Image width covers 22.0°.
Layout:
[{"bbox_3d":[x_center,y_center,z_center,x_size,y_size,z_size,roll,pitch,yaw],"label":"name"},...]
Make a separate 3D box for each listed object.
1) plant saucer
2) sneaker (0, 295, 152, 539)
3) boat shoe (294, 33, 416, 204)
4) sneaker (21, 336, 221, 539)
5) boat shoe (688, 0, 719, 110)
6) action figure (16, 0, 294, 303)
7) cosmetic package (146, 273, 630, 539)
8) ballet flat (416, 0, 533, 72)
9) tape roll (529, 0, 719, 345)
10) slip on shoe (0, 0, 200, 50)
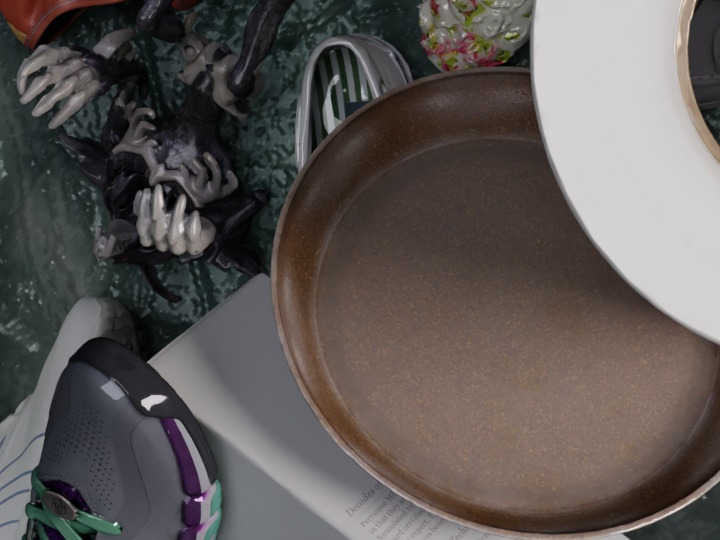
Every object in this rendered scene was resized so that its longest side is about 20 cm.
[{"bbox_3d":[0.063,0.013,0.713,0.198,0.032,0.202,3,61,-5],"label":"plant saucer"},{"bbox_3d":[-0.154,0.102,0.820,0.086,0.074,0.202,23,95,20],"label":"sneaker"},{"bbox_3d":[0.000,0.000,0.778,0.073,0.067,0.202,-13,87,15],"label":"boat shoe"},{"bbox_3d":[-0.107,0.116,0.716,0.074,0.087,0.201,32,142,23],"label":"sneaker"},{"bbox_3d":[0.172,-0.103,0.731,0.198,0.068,0.073,-2,89,15],"label":"boat shoe"},{"bbox_3d":[-0.081,-0.061,0.756,0.119,0.102,0.201,36,125,20],"label":"action figure"},{"bbox_3d":[0.003,0.107,0.735,0.199,0.081,0.113,33,140,20],"label":"cosmetic package"},{"bbox_3d":[0.083,-0.170,0.757,0.076,0.064,0.200,44,100,29],"label":"ballet flat"},{"bbox_3d":[0.160,-0.070,0.628,0.200,0.139,0.205,0,91,9],"label":"tape roll"},{"bbox_3d":[-0.073,-0.146,0.801,0.198,0.074,0.062,-16,101,17],"label":"slip on shoe"}]
